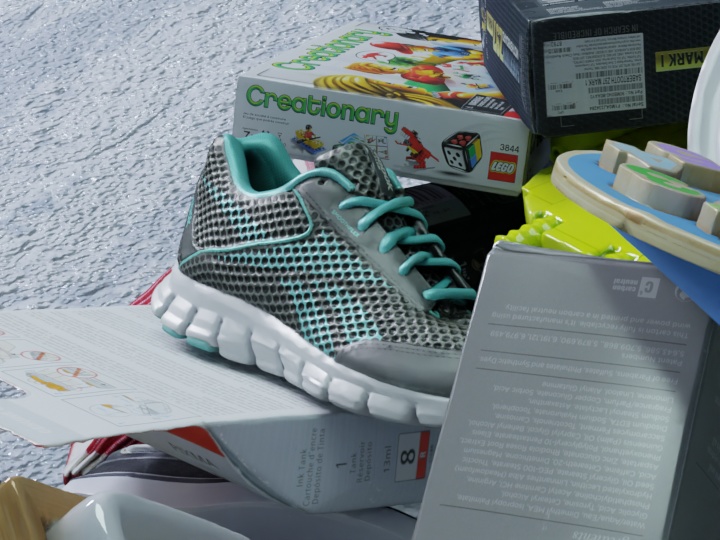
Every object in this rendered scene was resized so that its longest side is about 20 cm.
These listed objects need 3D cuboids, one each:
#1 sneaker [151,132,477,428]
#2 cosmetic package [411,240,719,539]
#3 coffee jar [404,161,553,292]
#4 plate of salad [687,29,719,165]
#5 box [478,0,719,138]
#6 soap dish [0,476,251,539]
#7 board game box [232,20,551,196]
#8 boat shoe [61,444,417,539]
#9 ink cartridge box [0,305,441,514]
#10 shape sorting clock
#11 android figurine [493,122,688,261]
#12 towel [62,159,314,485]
[{"bbox_3d":[0.000,0.000,0.768,0.199,0.092,0.077,18,13,36],"label":"sneaker"},{"bbox_3d":[0.066,0.106,0.622,0.089,0.107,0.201,8,66,28],"label":"cosmetic package"},{"bbox_3d":[0.093,-0.010,0.993,0.198,0.105,0.085,-19,22,-20],"label":"coffee jar"},{"bbox_3d":[0.214,-0.038,0.716,0.198,0.048,0.202,-3,67,7],"label":"plate of salad"},{"bbox_3d":[0.155,-0.103,0.850,0.198,0.052,0.158,-6,17,-3],"label":"box"},{"bbox_3d":[-0.061,0.150,0.591,0.081,0.159,0.200,-21,-15,5],"label":"soap dish"},{"bbox_3d":[0.030,-0.078,0.928,0.125,0.035,0.200,10,15,11],"label":"board game box"},{"bbox_3d":[-0.038,0.106,0.855,0.198,0.072,0.068,1,29,33],"label":"boat shoe"},{"bbox_3d":[-0.087,0.056,0.783,0.199,0.051,0.161,-5,17,-44],"label":"ink cartridge box"},{"bbox_3d":[0.151,-0.003,0.586,0.198,0.040,0.200,17,15,-5],"label":"shape sorting clock"},{"bbox_3d":[0.146,-0.029,0.804,0.199,0.041,0.182,-20,28,-24],"label":"android figurine"},{"bbox_3d":[-0.067,0.010,0.973,0.200,0.023,0.144,-41,21,14],"label":"towel"}]
